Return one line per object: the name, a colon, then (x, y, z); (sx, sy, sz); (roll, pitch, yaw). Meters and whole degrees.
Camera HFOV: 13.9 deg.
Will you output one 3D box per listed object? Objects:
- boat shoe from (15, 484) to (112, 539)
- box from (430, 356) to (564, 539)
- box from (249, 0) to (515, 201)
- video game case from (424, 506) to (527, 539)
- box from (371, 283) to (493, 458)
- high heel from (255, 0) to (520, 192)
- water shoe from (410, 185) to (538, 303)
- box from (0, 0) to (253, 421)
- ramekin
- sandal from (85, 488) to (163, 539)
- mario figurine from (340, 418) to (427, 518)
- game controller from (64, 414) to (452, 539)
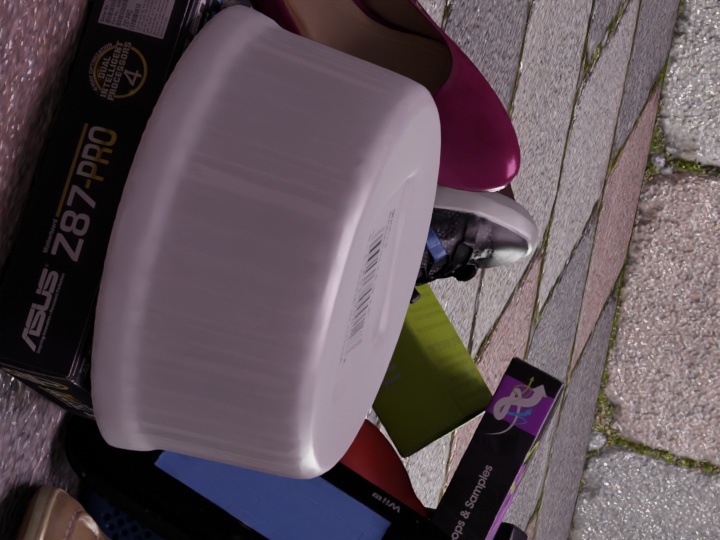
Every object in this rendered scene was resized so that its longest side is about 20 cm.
boat shoe: (-0.125, 0.160, 1.399); (0.200, 0.065, 0.072); (84, 24, -62)
box: (0.050, 0.150, 1.578); (0.201, 0.036, 0.143); (-62, 175, -7)
box: (0.015, -0.085, 1.561); (0.200, 0.075, 0.101); (44, 28, -66)
video game case: (-0.017, 0.217, 1.689); (0.025, 0.199, 0.182); (39, 64, -52)
box: (0.000, 0.002, 1.622); (0.048, 0.201, 0.122); (-31, 176, 11)
high heel: (-0.004, -0.116, 1.343); (0.067, 0.200, 0.096); (-47, 167, -13)
water shoe: (0.000, 0.000, 1.515); (0.071, 0.199, 0.079); (139, -51, -59)
box: (-0.099, -0.037, 1.315); (0.161, 0.049, 0.201); (47, 58, -75)
ramekin: (-0.036, -0.006, 1.288); (0.200, 0.097, 0.202); (16, 90, -78)
sandal: (-0.045, 0.153, 1.448); (0.080, 0.199, 0.087); (-61, -176, 3)
mario figurine: (-0.041, 0.166, 1.581); (0.123, 0.106, 0.201); (36, -68, 53)
game controller: (-0.044, 0.112, 1.409); (0.104, 0.199, 0.042); (-53, 175, -47)
